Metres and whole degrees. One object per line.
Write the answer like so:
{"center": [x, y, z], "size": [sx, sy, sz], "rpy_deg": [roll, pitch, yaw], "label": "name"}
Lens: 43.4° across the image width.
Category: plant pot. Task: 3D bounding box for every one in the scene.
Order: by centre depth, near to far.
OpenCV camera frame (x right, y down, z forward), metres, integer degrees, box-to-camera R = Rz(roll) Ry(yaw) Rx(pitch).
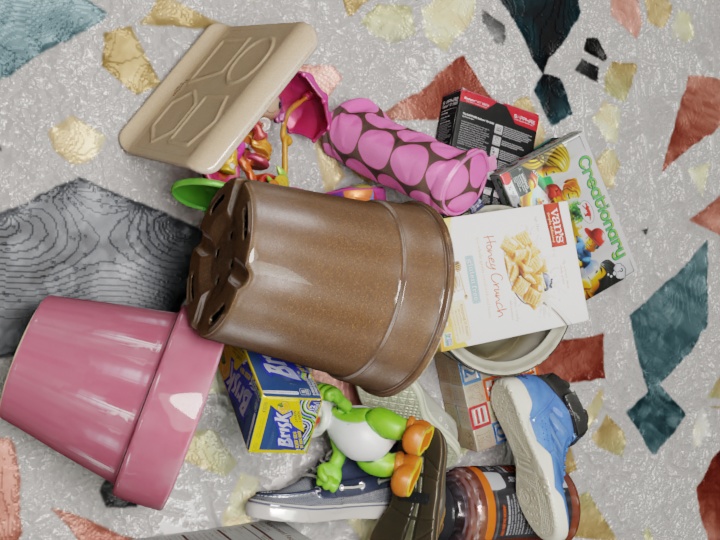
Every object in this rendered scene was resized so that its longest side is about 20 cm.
{"center": [-0.047, 0.006, 0.864], "size": [0.198, 0.200, 0.201], "rpy_deg": [15, 83, -28], "label": "plant pot"}
{"center": [-0.245, 0.113, 0.896], "size": [0.179, 0.200, 0.200], "rpy_deg": [21, 80, -9], "label": "plant pot"}

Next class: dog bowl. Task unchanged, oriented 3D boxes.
{"center": [0.150, 0.026, 1.075], "size": [0.200, 0.074, 0.200], "rpy_deg": [2, 84, -23], "label": "dog bowl"}

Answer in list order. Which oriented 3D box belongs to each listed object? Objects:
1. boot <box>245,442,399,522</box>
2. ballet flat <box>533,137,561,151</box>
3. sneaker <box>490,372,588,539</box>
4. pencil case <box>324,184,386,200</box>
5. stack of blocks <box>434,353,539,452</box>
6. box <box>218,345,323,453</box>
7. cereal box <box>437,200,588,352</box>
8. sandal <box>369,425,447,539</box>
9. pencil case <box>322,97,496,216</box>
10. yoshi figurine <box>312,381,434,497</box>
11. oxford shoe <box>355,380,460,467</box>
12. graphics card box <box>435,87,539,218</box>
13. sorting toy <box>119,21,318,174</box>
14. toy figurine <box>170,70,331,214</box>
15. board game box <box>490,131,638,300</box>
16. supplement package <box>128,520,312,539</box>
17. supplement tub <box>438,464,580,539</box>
{"center": [-0.041, 0.242, 1.054], "size": [0.200, 0.073, 0.090], "rpy_deg": [8, 81, -34], "label": "boot"}
{"center": [0.261, -0.076, 1.204], "size": [0.073, 0.073, 0.200], "rpy_deg": [-19, 104, -25], "label": "ballet flat"}
{"center": [0.238, 0.219, 1.092], "size": [0.111, 0.077, 0.200], "rpy_deg": [-6, 66, -25], "label": "sneaker"}
{"center": [0.000, 0.000, 1.064], "size": [0.088, 0.088, 0.200], "rpy_deg": [-6, 91, -26], "label": "pencil case"}
{"center": [0.159, 0.114, 1.151], "size": [0.115, 0.059, 0.200], "rpy_deg": [-16, 96, -25], "label": "stack of blocks"}
{"center": [-0.102, 0.104, 0.943], "size": [0.064, 0.200, 0.070], "rpy_deg": [6, 114, -24], "label": "box"}
{"center": [0.157, 0.004, 1.018], "size": [0.200, 0.040, 0.144], "rpy_deg": [-10, 90, -24], "label": "cereal box"}
{"center": [0.063, 0.280, 1.049], "size": [0.055, 0.082, 0.200], "rpy_deg": [33, 65, -55], "label": "sandal"}
{"center": [0.053, -0.134, 1.031], "size": [0.094, 0.200, 0.091], "rpy_deg": [-44, 145, -22], "label": "pencil case"}
{"center": [-0.029, 0.177, 0.995], "size": [0.200, 0.112, 0.112], "rpy_deg": [21, 66, 16], "label": "yoshi figurine"}
{"center": [0.057, 0.161, 1.088], "size": [0.200, 0.075, 0.058], "rpy_deg": [50, 29, -29], "label": "oxford shoe"}
{"center": [0.151, -0.117, 1.155], "size": [0.125, 0.051, 0.200], "rpy_deg": [13, 83, -25], "label": "graphics card box"}
{"center": [-0.147, -0.180, 0.933], "size": [0.185, 0.200, 0.036], "rpy_deg": [-54, 129, -12], "label": "sorting toy"}
{"center": [-0.104, -0.142, 0.990], "size": [0.200, 0.150, 0.184], "rpy_deg": [21, 68, -40], "label": "toy figurine"}
{"center": [0.260, -0.059, 1.149], "size": [0.126, 0.035, 0.200], "rpy_deg": [-28, 103, -11], "label": "board game box"}
{"center": [-0.158, 0.347, 0.964], "size": [0.200, 0.117, 0.117], "rpy_deg": [-1, 89, -25], "label": "supplement package"}
{"center": [0.167, 0.296, 1.127], "size": [0.200, 0.107, 0.107], "rpy_deg": [5, 87, -26], "label": "supplement tub"}
